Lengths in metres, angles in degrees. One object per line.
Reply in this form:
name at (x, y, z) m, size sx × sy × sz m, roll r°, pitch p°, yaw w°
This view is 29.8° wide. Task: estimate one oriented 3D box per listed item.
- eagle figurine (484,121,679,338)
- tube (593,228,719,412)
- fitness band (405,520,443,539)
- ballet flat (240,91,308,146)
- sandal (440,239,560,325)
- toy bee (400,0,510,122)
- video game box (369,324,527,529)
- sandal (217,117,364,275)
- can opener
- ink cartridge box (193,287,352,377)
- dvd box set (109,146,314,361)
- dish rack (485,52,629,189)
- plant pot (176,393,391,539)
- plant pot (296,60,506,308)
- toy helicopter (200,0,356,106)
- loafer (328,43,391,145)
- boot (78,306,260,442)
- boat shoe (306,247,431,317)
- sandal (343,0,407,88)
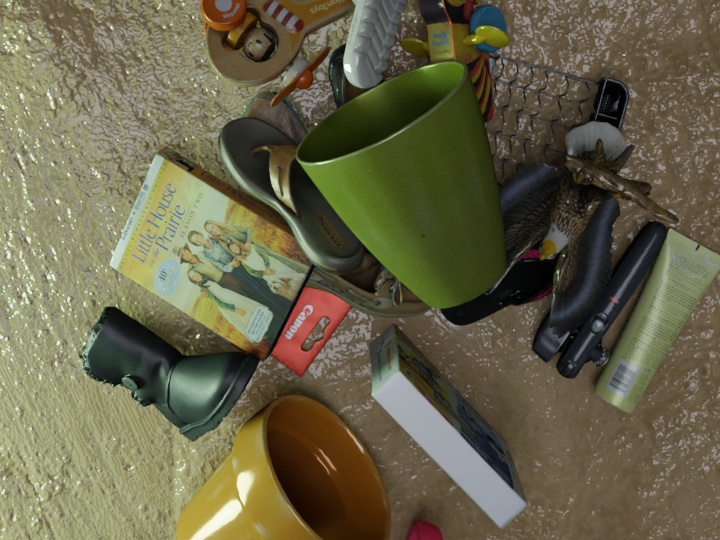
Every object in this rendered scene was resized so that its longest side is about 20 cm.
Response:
eagle figurine at (0.206, -0.043, 1.391) m, size 0.149 × 0.201 × 0.153 m, roll -13°, pitch 63°, yaw -31°
tube at (0.326, 0.059, 1.495) m, size 0.052 × 0.058 × 0.202 m, roll 33°, pitch 101°, yaw 36°
fitness band at (0.053, 0.380, 1.521) m, size 0.037 × 0.144 × 0.202 m, roll 15°, pitch 103°, yaw -2°
ballet flat at (-0.060, -0.097, 1.443) m, size 0.200 × 0.068 × 0.067 m, roll 49°, pitch 55°, yaw -3°
sandal at (0.179, 0.006, 1.478) m, size 0.198 × 0.045 × 0.076 m, roll -29°, pitch 108°, yaw 8°
toy bee at (0.087, -0.252, 1.373) m, size 0.130 × 0.108 × 0.203 m, roll -28°, pitch 67°, yaw 42°
video game box at (0.091, 0.162, 1.450) m, size 0.047 × 0.182 × 0.200 m, roll -42°, pitch 100°, yaw 6°
sandal at (-0.064, -0.083, 1.361) m, size 0.081 × 0.055 × 0.201 m, roll -27°, pitch 72°, yaw -32°
can opener at (0.271, 0.031, 1.477) m, size 0.078 × 0.063 × 0.201 m, roll 35°, pitch 102°, yaw -7°
ink cartridge box at (-0.118, 0.028, 1.486) m, size 0.199 × 0.050 × 0.109 m, roll 36°, pitch 101°, yaw -7°
dvd box set at (-0.151, -0.016, 1.411) m, size 0.199 × 0.029 × 0.147 m, roll 32°, pitch 115°, yaw 6°
dish rack at (0.170, -0.151, 1.439) m, size 0.197 × 0.055 × 0.155 m, roll 14°, pitch 102°, yaw -3°
plant pot at (-0.097, 0.269, 1.484) m, size 0.183 × 0.201 × 0.200 m, roll -37°, pitch 101°, yaw 25°
plant pot at (0.064, -0.071, 1.330) m, size 0.186 × 0.187 × 0.201 m, roll -27°, pitch 110°, yaw 7°
toy helicopter at (-0.063, -0.249, 1.400) m, size 0.198 × 0.079 × 0.133 m, roll -25°, pitch 79°, yaw -9°
loafer at (0.011, -0.139, 1.433) m, size 0.072 × 0.072 × 0.202 m, roll -20°, pitch 103°, yaw 4°
boot at (-0.212, 0.100, 1.448) m, size 0.167 × 0.200 × 0.077 m, roll 35°, pitch 59°, yaw -9°
boat shoe at (0.000, 0.000, 1.450) m, size 0.198 × 0.063 × 0.074 m, roll 14°, pitch 70°, yaw -17°
sandal at (0.012, -0.285, 1.375) m, size 0.049 × 0.082 × 0.205 m, roll 7°, pitch 71°, yaw 31°
